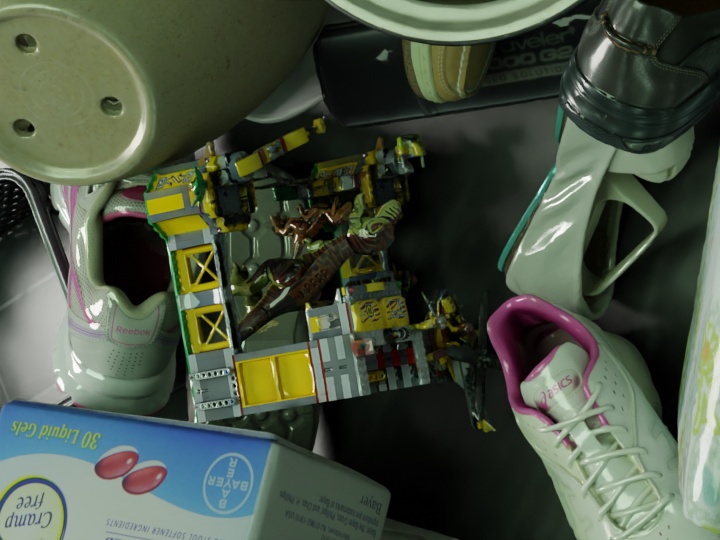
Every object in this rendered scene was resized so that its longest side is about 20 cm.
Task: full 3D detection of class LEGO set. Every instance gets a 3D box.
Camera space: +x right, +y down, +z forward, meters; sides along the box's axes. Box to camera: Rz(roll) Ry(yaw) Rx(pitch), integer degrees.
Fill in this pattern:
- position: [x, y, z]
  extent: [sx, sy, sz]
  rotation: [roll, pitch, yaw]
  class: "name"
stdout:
- position: [0.000, 0.000, 1.325]
  extent: [0.116, 0.200, 0.154]
  rotation: [-11, 79, 34]
  class: "LEGO set"

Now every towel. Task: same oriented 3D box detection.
- position: [0.172, 0.007, 1.197]
  extent: [0.048, 0.200, 0.172]
  rotation: [8, 102, 5]
  class: "towel"

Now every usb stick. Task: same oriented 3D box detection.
- position: [0.069, -0.106, 1.333]
  extent: [0.199, 0.033, 0.056]
  rotation: [-7, 109, 27]
  class: "usb stick"

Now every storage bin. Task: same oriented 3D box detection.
- position: [-0.199, 0.036, 1.547]
  extent: [0.200, 0.094, 0.136]
  rotation: [-30, 76, 35]
  class: "storage bin"

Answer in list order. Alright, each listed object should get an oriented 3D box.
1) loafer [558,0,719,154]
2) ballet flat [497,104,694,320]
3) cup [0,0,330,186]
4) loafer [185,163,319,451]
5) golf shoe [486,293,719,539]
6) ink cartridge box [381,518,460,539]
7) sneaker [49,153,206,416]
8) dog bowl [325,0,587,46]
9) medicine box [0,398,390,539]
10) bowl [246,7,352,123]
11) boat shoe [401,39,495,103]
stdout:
- position: [0.160, -0.129, 1.183]
  extent: [0.073, 0.200, 0.072]
  rotation: [30, 139, 14]
  class: "loafer"
- position: [0.120, -0.050, 1.284]
  extent: [0.069, 0.069, 0.200]
  rotation: [48, 144, 24]
  class: "ballet flat"
- position: [-0.124, -0.121, 1.316]
  extent: [0.200, 0.143, 0.201]
  rotation: [8, 130, 10]
  class: "cup"
- position: [-0.058, 0.042, 1.460]
  extent: [0.070, 0.070, 0.201]
  rotation: [-152, 67, -73]
  class: "loafer"
- position: [0.111, 0.088, 1.263]
  extent: [0.075, 0.092, 0.200]
  rotation: [-39, 43, 9]
  class: "golf shoe"
- position: [0.002, 0.236, 1.413]
  extent: [0.146, 0.086, 0.201]
  rotation: [12, 103, 38]
  class: "ink cartridge box"
- position: [-0.113, -0.028, 1.428]
  extent: [0.088, 0.081, 0.200]
  rotation: [121, 150, -54]
  class: "sneaker"
- position: [0.050, -0.198, 1.194]
  extent: [0.200, 0.074, 0.201]
  rotation: [2, 96, 19]
  class: "dog bowl"
- position: [-0.105, 0.179, 1.351]
  extent: [0.182, 0.103, 0.201]
  rotation: [5, 75, 37]
  class: "medicine box"
- position: [-0.047, -0.191, 1.377]
  extent: [0.200, 0.075, 0.200]
  rotation: [42, 128, -16]
  class: "bowl"
- position: [0.069, -0.169, 1.265]
  extent: [0.076, 0.072, 0.201]
  rotation: [12, 111, 12]
  class: "boat shoe"
